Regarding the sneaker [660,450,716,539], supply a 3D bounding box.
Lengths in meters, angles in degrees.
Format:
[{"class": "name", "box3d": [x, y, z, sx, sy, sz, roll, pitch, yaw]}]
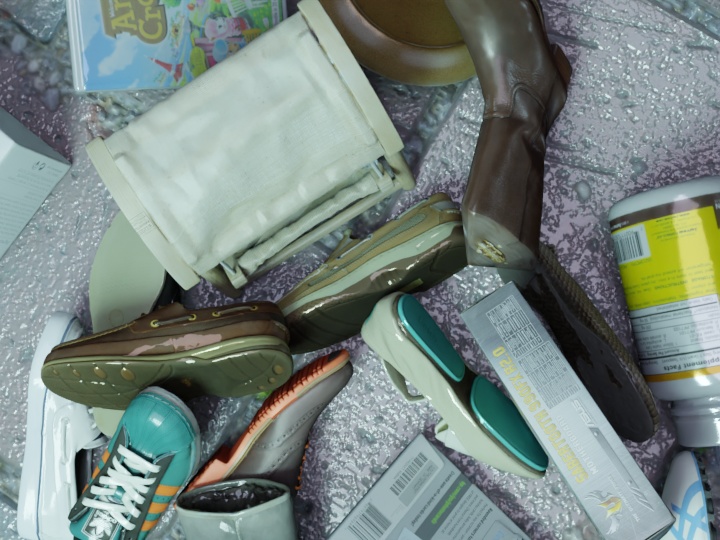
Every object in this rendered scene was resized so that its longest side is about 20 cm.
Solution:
[{"class": "sneaker", "box3d": [0.244, 0.244, 0.802, 0.072, 0.072, 0.202, 9, 84, 14]}]

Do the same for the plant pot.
[{"class": "plant pot", "box3d": [0.051, -0.256, 0.839, 0.198, 0.027, 0.202, 3, 79, -13]}]

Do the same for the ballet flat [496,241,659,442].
[{"class": "ballet flat", "box3d": [0.182, 0.049, 0.814, 0.046, 0.068, 0.201, -19, 63, -32]}]

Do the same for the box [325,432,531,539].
[{"class": "box", "box3d": [0.073, 0.250, 0.786, 0.200, 0.041, 0.156, 42, 47, 7]}]

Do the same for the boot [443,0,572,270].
[{"class": "boot", "box3d": [0.099, -0.114, 0.771, 0.064, 0.186, 0.201, -3, 62, 45]}]

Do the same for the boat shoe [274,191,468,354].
[{"class": "boat shoe", "box3d": [0.000, 0.000, 0.851, 0.199, 0.072, 0.076, -27, 58, 4]}]

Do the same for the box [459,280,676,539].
[{"class": "box", "box3d": [0.156, 0.119, 0.749, 0.048, 0.158, 0.201, -33, 68, 4]}]

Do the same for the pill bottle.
[{"class": "pill bottle", "box3d": [0.270, 0.033, 0.791, 0.108, 0.109, 0.202, -12, 86, 5]}]

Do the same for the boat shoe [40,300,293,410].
[{"class": "boat shoe", "box3d": [-0.153, 0.065, 0.800, 0.198, 0.072, 0.068, -6, 51, 0]}]

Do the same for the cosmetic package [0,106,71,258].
[{"class": "cosmetic package", "box3d": [-0.404, -0.081, 0.864, 0.199, 0.123, 0.200, 37, 92, 7]}]

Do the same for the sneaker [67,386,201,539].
[{"class": "sneaker", "box3d": [-0.185, 0.180, 0.794, 0.071, 0.080, 0.201, 29, 127, 5]}]

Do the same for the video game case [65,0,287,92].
[{"class": "video game case", "box3d": [-0.152, -0.252, 0.819, 0.181, 0.022, 0.202, -6, 99, -15]}]

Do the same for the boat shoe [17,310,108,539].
[{"class": "boat shoe", "box3d": [-0.250, 0.137, 0.865, 0.065, 0.074, 0.202, 7, 97, 2]}]

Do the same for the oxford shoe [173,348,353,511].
[{"class": "oxford shoe", "box3d": [-0.067, 0.150, 0.846, 0.073, 0.071, 0.200, 43, 100, -3]}]

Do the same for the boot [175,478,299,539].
[{"class": "boot", "box3d": [-0.050, 0.267, 0.808, 0.180, 0.073, 0.202, -5, 98, 5]}]

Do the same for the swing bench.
[{"class": "swing bench", "box3d": [-0.074, -0.084, 0.789, 0.198, 0.200, 0.130, -32, 84, 4]}]

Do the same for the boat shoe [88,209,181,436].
[{"class": "boat shoe", "box3d": [-0.190, 0.042, 0.865, 0.073, 0.063, 0.203, -1, 83, 22]}]

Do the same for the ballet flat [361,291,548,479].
[{"class": "ballet flat", "box3d": [0.074, 0.104, 0.830, 0.069, 0.069, 0.200, -40, 95, 2]}]
